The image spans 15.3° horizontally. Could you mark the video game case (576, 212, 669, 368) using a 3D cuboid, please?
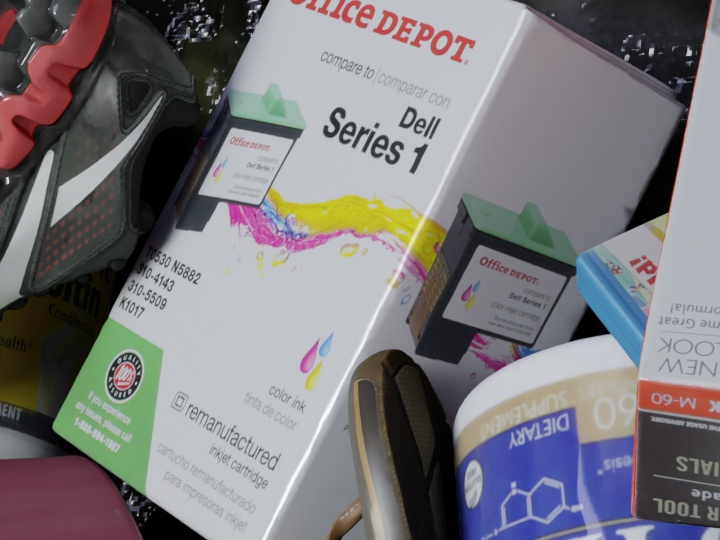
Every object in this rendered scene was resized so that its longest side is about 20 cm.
[{"bbox_3d":[0.181,0.006,0.754,0.199,0.018,0.143,-24,51,-14],"label":"video game case"}]

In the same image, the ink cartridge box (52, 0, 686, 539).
[{"bbox_3d":[0.000,0.000,0.912,0.145,0.084,0.201,26,89,53],"label":"ink cartridge box"}]

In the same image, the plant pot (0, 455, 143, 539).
[{"bbox_3d":[-0.163,0.146,0.908,0.200,0.178,0.201,168,90,-67],"label":"plant pot"}]

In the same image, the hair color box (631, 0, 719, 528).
[{"bbox_3d":[0.143,-0.021,0.729,0.110,0.064,0.201,7,51,11],"label":"hair color box"}]

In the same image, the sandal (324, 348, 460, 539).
[{"bbox_3d":[0.007,0.126,0.815,0.054,0.082,0.201,-4,96,13],"label":"sandal"}]

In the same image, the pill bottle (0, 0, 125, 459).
[{"bbox_3d":[-0.147,-0.019,1.032,0.112,0.112,0.201,-3,70,37],"label":"pill bottle"}]

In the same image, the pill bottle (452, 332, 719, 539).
[{"bbox_3d":[0.092,0.130,0.779,0.119,0.120,0.201,-20,61,30],"label":"pill bottle"}]

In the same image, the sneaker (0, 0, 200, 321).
[{"bbox_3d":[-0.128,-0.014,0.928,0.201,0.098,0.071,-53,35,11],"label":"sneaker"}]
